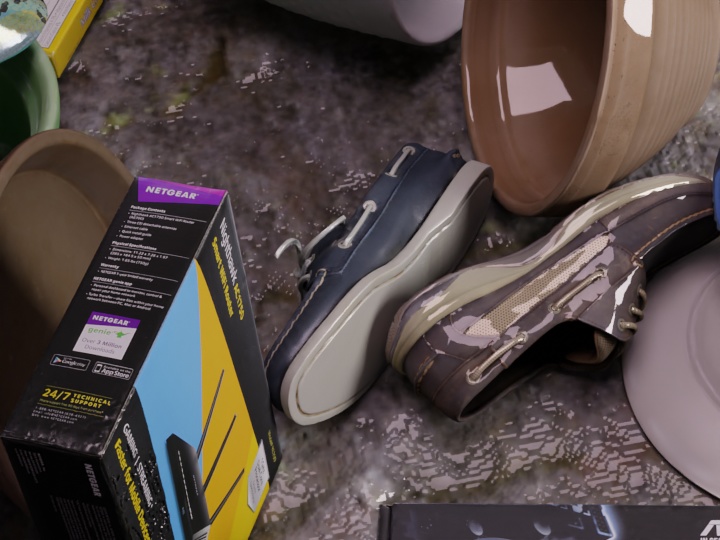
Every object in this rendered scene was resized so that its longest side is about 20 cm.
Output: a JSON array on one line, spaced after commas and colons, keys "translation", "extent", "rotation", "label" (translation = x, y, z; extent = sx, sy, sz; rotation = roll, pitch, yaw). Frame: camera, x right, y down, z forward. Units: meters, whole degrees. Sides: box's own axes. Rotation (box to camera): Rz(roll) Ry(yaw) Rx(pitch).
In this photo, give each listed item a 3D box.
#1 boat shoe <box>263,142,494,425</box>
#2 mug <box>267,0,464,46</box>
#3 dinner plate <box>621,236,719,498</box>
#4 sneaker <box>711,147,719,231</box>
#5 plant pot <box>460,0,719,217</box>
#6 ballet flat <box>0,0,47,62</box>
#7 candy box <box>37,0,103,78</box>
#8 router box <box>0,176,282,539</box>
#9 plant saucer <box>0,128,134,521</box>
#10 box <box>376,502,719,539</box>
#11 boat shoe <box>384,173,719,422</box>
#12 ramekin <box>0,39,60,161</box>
[{"translation": [0.000, 0.000, 1.034], "extent": [0.062, 0.075, 0.200], "rotation": [23, 55, 21], "label": "boat shoe"}, {"translation": [-0.007, -0.231, 1.200], "extent": [0.175, 0.148, 0.200], "rotation": [17, 23, 28], "label": "mug"}, {"translation": [0.235, 0.042, 1.010], "extent": [0.199, 0.024, 0.201], "rotation": [-2, 51, 3], "label": "dinner plate"}, {"translation": [0.225, -0.006, 0.973], "extent": [0.066, 0.078, 0.201], "rotation": [17, 48, -20], "label": "sneaker"}, {"translation": [0.132, -0.129, 1.063], "extent": [0.092, 0.201, 0.201], "rotation": [1, 47, -18], "label": "plant pot"}, {"translation": [-0.267, -0.128, 1.044], "extent": [0.199, 0.074, 0.074], "rotation": [-18, 51, -10], "label": "ballet flat"}, {"translation": [-0.201, -0.205, 1.259], "extent": [0.102, 0.026, 0.200], "rotation": [10, 51, 17], "label": "candy box"}, {"translation": [-0.092, 0.079, 0.894], "extent": [0.051, 0.200, 0.149], "rotation": [10, 52, 15], "label": "router box"}, {"translation": [-0.141, 0.033, 0.947], "extent": [0.029, 0.200, 0.201], "rotation": [-6, 48, 21], "label": "plant saucer"}, {"translation": [0.104, 0.192, 0.855], "extent": [0.199, 0.086, 0.164], "rotation": [0, 49, 6], "label": "box"}, {"translation": [0.111, 0.019, 1.019], "extent": [0.200, 0.075, 0.073], "rotation": [-28, 66, -11], "label": "boat shoe"}, {"translation": [-0.257, -0.050, 1.086], "extent": [0.199, 0.098, 0.200], "rotation": [-3, 50, 3], "label": "ramekin"}]
